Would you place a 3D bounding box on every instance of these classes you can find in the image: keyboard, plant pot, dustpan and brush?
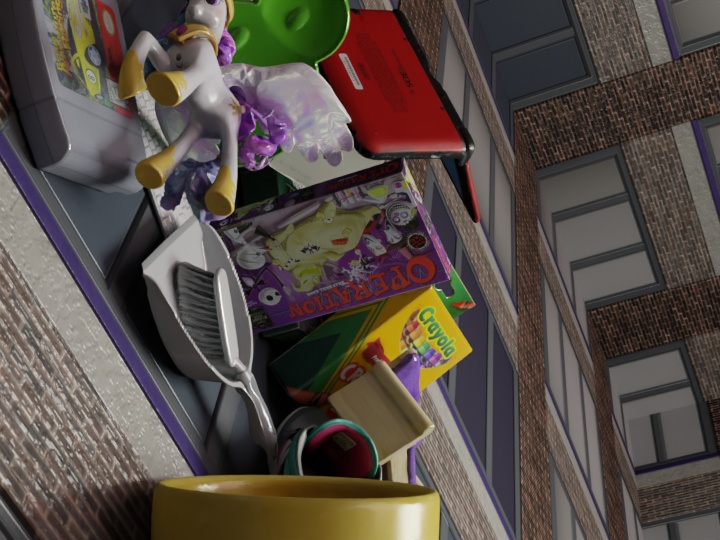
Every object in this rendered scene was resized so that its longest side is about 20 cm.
[{"bbox_3d":[-0.163,-0.064,1.047,0.056,0.011,0.201,-42,115,-72],"label":"keyboard"},{"bbox_3d":[-0.046,0.243,0.853,0.201,0.199,0.191,15,75,-71],"label":"plant pot"},{"bbox_3d":[-0.110,0.066,1.005,0.140,0.057,0.202,-60,143,-67],"label":"dustpan and brush"}]

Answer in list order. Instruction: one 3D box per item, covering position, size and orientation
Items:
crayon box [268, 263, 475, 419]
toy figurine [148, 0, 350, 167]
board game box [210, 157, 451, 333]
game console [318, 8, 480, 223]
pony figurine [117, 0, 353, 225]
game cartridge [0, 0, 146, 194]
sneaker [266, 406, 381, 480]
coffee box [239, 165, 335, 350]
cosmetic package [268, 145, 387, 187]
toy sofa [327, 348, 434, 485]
[{"bbox_3d":[0.025,0.074,1.197,0.051,0.200,0.127,51,-1,41],"label":"crayon box"},{"bbox_3d":[-0.100,-0.216,1.143,0.150,0.200,0.184,40,16,-22],"label":"toy figurine"},{"bbox_3d":[-0.032,-0.018,1.097,0.032,0.199,0.120,-84,151,-50],"label":"board game box"},{"bbox_3d":[0.029,-0.149,1.210,0.201,0.171,0.119,66,-33,35],"label":"game console"},{"bbox_3d":[-0.112,-0.129,0.966,0.201,0.165,0.194,-76,150,-49],"label":"pony figurine"},{"bbox_3d":[-0.218,-0.163,0.922,0.133,0.041,0.202,14,61,-67],"label":"game cartridge"},{"bbox_3d":[-0.033,0.160,1.050,0.083,0.121,0.201,30,32,-13],"label":"sneaker"},{"bbox_3d":[-0.070,-0.018,1.246,0.123,0.044,0.201,39,39,-63],"label":"coffee box"},{"bbox_3d":[-0.051,-0.156,1.235,0.103,0.073,0.200,29,22,-28],"label":"cosmetic package"},{"bbox_3d":[0.037,0.167,1.181,0.083,0.097,0.200,52,-16,28],"label":"toy sofa"}]
